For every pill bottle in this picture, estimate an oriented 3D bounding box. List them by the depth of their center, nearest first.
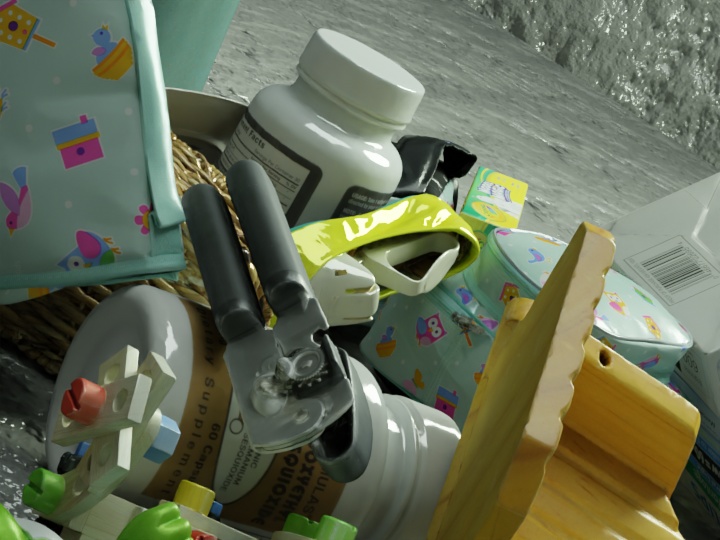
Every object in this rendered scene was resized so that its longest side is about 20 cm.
[{"bbox_3d":[-0.049,0.088,1.107,0.199,0.115,0.114,21,17,-31],"label":"pill bottle"},{"bbox_3d":[-0.041,-0.051,1.410,0.110,0.200,0.111,28,14,-8],"label":"pill bottle"}]

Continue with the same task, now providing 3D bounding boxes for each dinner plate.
[{"bbox_3d":[-0.158,-0.087,1.467,0.199,0.024,0.200,-2,-12,0],"label":"dinner plate"}]

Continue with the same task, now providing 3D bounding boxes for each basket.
[{"bbox_3d":[-0.141,-0.025,1.249,0.200,0.143,0.149,34,16,13],"label":"basket"}]

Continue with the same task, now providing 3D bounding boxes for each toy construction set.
[{"bbox_3d":[-0.073,0.118,0.960,0.200,0.092,0.131,44,-19,-27],"label":"toy construction set"}]

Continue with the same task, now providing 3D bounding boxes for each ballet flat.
[{"bbox_3d":[0.000,0.000,1.342,0.067,0.067,0.200,36,38,30],"label":"ballet flat"}]

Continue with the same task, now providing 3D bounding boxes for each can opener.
[{"bbox_3d":[-0.040,0.027,1.049,0.067,0.053,0.200,58,6,-38],"label":"can opener"}]

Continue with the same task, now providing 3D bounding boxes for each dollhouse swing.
[{"bbox_3d":[0.119,0.110,1.045,0.181,0.176,0.200,33,50,-13],"label":"dollhouse swing"}]

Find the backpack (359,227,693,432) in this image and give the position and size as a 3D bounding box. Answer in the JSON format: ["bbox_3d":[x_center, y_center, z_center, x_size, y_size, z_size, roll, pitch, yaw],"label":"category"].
[{"bbox_3d":[0.109,0.056,1.448,0.200,0.154,0.176,30,15,33],"label":"backpack"}]

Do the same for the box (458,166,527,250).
[{"bbox_3d":[0.082,0.000,1.636,0.048,0.118,0.200,21,15,0],"label":"box"}]

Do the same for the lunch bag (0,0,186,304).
[{"bbox_3d":[-0.182,-0.069,1.115,0.199,0.171,0.122,-7,-1,25],"label":"lunch bag"}]

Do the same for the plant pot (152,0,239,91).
[{"bbox_3d":[-0.181,-0.199,1.639,0.200,0.197,0.200,28,14,-8],"label":"plant pot"}]

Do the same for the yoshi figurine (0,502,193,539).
[{"bbox_3d":[-0.109,0.131,0.882,0.200,0.112,0.112,34,9,4],"label":"yoshi figurine"}]

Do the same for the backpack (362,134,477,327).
[{"bbox_3d":[-0.001,-0.036,1.566,0.166,0.127,0.200,5,11,1],"label":"backpack"}]

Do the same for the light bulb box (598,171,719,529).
[{"bbox_3d":[0.276,0.070,1.575,0.198,0.124,0.201,-127,-164,-57],"label":"light bulb box"}]
